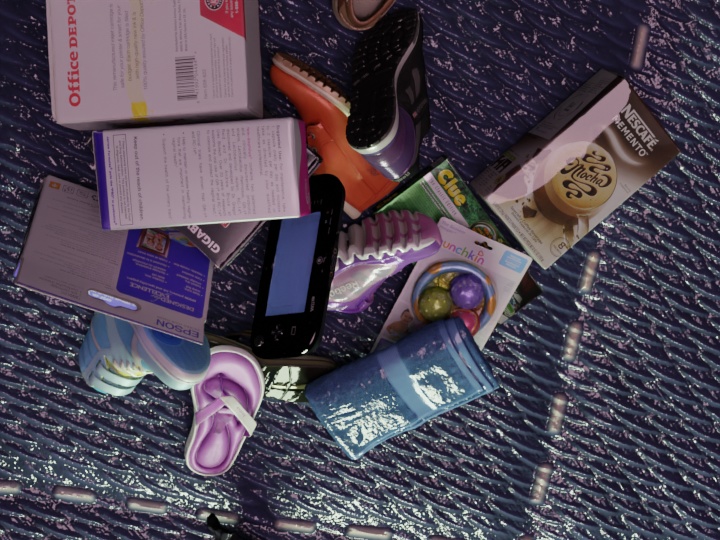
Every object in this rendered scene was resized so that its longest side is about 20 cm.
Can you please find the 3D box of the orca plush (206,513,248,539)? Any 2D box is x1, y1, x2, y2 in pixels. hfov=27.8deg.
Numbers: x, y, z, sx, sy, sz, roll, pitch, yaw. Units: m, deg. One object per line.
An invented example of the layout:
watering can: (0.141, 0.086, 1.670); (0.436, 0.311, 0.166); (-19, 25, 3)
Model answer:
orca plush: (-0.115, 0.359, 1.713); (0.105, 0.071, 0.200); (-21, 110, 44)

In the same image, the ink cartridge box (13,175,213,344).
ink cartridge box: (-0.252, -0.002, 1.505); (0.198, 0.200, 0.043); (20, 122, -14)

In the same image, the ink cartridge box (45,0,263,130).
ink cartridge box: (-0.205, -0.221, 1.466); (0.199, 0.083, 0.146); (-3, 88, 8)

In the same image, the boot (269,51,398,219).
boot: (-0.040, -0.143, 1.567); (0.107, 0.075, 0.200); (-44, 109, 9)

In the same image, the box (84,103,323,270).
box: (-0.164, -0.125, 1.533); (0.200, 0.046, 0.159); (43, 96, 1)

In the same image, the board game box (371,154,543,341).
board game box: (0.111, -0.022, 1.650); (0.105, 0.023, 0.200); (-35, 109, 4)

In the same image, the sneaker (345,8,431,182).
sneaker: (0.038, -0.182, 1.537); (0.076, 0.200, 0.088); (-10, 142, 32)

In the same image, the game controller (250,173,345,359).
game controller: (-0.065, -0.004, 1.531); (0.042, 0.104, 0.201); (18, 72, -32)

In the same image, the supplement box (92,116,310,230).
supplement box: (-0.155, -0.097, 1.460); (0.199, 0.101, 0.104); (-5, 93, 6)

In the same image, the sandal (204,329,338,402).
sandal: (-0.119, 0.102, 1.632); (0.201, 0.057, 0.080); (14, 130, -30)

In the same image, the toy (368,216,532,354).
toy: (0.098, 0.053, 1.635); (0.115, 0.047, 0.200); (24, 114, -9)

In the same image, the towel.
towel: (0.045, 0.130, 1.624); (0.200, 0.049, 0.112); (-25, 125, 13)

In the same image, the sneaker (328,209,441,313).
sneaker: (0.000, 0.000, 1.603); (0.200, 0.081, 0.089); (-18, 118, 15)

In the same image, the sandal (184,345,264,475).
sandal: (-0.149, 0.165, 1.607); (0.082, 0.050, 0.203); (1, 132, -12)

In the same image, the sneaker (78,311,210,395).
sneaker: (-0.233, 0.099, 1.551); (0.079, 0.200, 0.131); (11, 114, -37)

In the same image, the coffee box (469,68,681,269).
coffee box: (0.237, -0.114, 1.615); (0.200, 0.080, 0.113); (-42, 108, 4)

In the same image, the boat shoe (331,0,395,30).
boat shoe: (0.034, -0.342, 1.520); (0.076, 0.072, 0.200); (18, 102, -14)
